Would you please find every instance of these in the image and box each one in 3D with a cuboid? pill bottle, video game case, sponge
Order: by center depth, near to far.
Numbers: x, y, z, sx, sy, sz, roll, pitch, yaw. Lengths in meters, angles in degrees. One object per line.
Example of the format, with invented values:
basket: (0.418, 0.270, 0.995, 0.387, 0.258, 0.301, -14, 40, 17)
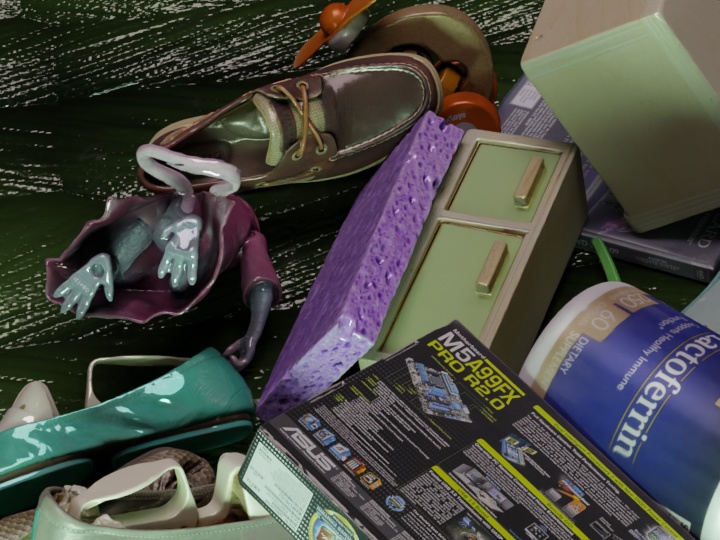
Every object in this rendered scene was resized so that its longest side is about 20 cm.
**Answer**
pill bottle: (0.188, 0.097, 1.528, 0.200, 0.116, 0.116, 30, 54, 30)
sponge: (0.000, 0.000, 1.734, 0.030, 0.112, 0.200, 32, 45, -9)
video game case: (0.166, -0.064, 1.844, 0.200, 0.019, 0.143, 17, 47, 25)

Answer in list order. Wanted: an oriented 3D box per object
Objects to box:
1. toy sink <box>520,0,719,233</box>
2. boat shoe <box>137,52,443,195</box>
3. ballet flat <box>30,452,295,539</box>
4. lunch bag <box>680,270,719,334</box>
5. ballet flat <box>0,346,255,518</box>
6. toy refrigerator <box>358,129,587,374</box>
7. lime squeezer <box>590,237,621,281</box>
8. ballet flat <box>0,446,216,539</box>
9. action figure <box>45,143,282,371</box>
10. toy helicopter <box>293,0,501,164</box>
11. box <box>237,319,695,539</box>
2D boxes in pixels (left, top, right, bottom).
toy sink: (0.204, -0.108, 1.773, 0.112, 0.200, 0.130, -19, 33, 35)
boat shoe: (-0.046, -0.086, 1.791, 0.200, 0.072, 0.072, -14, 3, 9)
ballet flat: (-0.086, 0.133, 1.585, 0.200, 0.064, 0.067, -7, 22, -24)
lunch bag: (0.275, 0.051, 1.647, 0.160, 0.077, 0.200, 26, 52, 32)
ballet flat: (-0.162, 0.092, 1.680, 0.200, 0.067, 0.070, -17, 72, -17)
toy refrigerator: (0.071, 0.006, 1.728, 0.076, 0.070, 0.200, 10, 49, 21)
lime squeezer: (0.140, 0.052, 1.709, 0.071, 0.038, 0.200, -14, 35, 40)
ballet flat: (-0.162, 0.160, 1.609, 0.200, 0.067, 0.046, -28, 29, -29)
action figure: (-0.112, -0.022, 1.746, 0.134, 0.149, 0.200, 19, 15, 17)
toy helicopter: (-0.011, -0.115, 1.857, 0.200, 0.132, 0.079, -23, 27, 13)
box: (0.061, 0.129, 1.465, 0.200, 0.044, 0.160, 43, 44, 20)
